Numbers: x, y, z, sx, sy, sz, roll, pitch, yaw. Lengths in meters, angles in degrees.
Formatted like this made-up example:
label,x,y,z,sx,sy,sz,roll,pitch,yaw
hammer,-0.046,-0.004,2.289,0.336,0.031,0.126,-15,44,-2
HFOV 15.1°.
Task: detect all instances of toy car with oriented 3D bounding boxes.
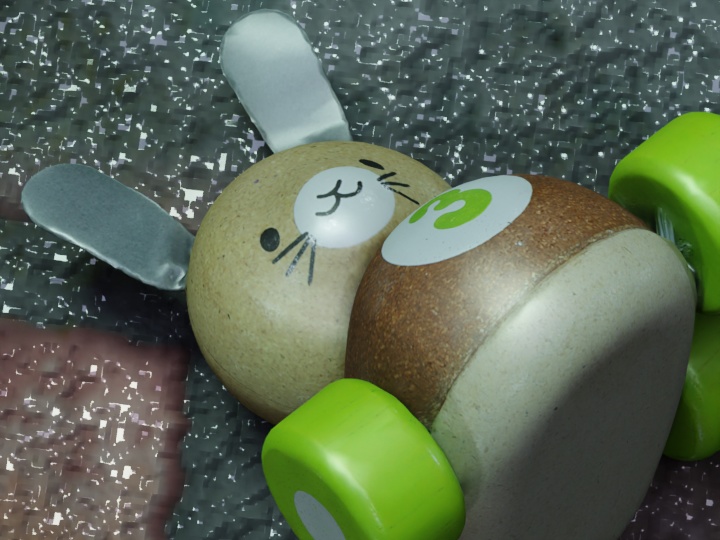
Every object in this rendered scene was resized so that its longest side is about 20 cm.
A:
label,x,y,z,sx,sy,sz,roll,pitch,yaw
toy car,0.000,0.000,0.807,0.164,0.158,0.200,-37,63,-23
